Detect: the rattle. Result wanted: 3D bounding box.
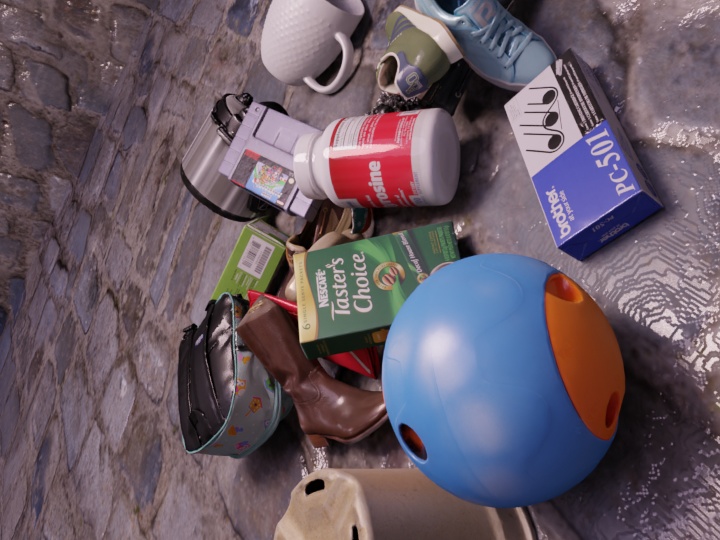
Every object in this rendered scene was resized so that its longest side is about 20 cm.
[{"bbox_3d":[0.000,0.000,0.834,0.141,0.132,0.200,23,59,36],"label":"rattle"}]

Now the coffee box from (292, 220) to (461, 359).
[{"bbox_3d":[0.022,0.021,0.713,0.195,0.044,0.125,-11,56,5],"label":"coffee box"}]

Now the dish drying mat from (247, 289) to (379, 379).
[{"bbox_3d":[-0.063,0.078,0.785,0.196,0.078,0.018,15,43,33],"label":"dish drying mat"}]

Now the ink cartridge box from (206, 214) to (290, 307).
[{"bbox_3d":[-0.173,-0.007,1.051,0.150,0.075,0.200,-62,3,10],"label":"ink cartridge box"}]

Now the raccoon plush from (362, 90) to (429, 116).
[{"bbox_3d":[0.036,-0.227,0.884,0.198,0.096,0.137,-16,52,47],"label":"raccoon plush"}]

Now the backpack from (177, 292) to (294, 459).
[{"bbox_3d":[-0.179,0.164,0.895,0.175,0.152,0.203,-39,40,32],"label":"backpack"}]

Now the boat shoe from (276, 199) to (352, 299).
[{"bbox_3d":[-0.085,-0.029,0.943,0.202,0.071,0.072,-58,38,13],"label":"boat shoe"}]

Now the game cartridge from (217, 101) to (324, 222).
[{"bbox_3d":[-0.121,-0.166,0.940,0.198,0.038,0.132,28,86,31],"label":"game cartridge"}]

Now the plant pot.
[{"bbox_3d":[0.028,0.260,0.559,0.198,0.181,0.205,-26,53,41],"label":"plant pot"}]

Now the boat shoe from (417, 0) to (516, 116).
[{"bbox_3d":[0.153,-0.278,0.775,0.200,0.066,0.074,-51,4,-1],"label":"boat shoe"}]

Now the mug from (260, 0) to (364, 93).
[{"bbox_3d":[-0.083,-0.404,1.095,0.202,0.146,0.176,54,127,16],"label":"mug"}]

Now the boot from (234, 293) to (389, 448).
[{"bbox_3d":[-0.057,0.108,0.748,0.185,0.064,0.203,-30,93,41],"label":"boot"}]

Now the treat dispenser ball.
[{"bbox_3d":[0.115,0.089,0.521,0.199,0.198,0.206,-27,52,41],"label":"treat dispenser ball"}]

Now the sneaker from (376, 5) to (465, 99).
[{"bbox_3d":[0.049,-0.259,0.754,0.090,0.067,0.201,-43,29,8],"label":"sneaker"}]

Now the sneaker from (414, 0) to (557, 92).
[{"bbox_3d":[0.136,-0.272,0.700,0.198,0.082,0.075,35,98,9],"label":"sneaker"}]

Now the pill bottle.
[{"bbox_3d":[0.018,-0.136,0.784,0.195,0.112,0.115,1,71,28],"label":"pill bottle"}]

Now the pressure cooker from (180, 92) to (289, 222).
[{"bbox_3d":[-0.205,-0.212,1.103,0.201,0.176,0.177,-51,37,22],"label":"pressure cooker"}]

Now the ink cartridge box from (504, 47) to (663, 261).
[{"bbox_3d":[0.217,-0.121,0.631,0.094,0.044,0.204,-38,46,36],"label":"ink cartridge box"}]
